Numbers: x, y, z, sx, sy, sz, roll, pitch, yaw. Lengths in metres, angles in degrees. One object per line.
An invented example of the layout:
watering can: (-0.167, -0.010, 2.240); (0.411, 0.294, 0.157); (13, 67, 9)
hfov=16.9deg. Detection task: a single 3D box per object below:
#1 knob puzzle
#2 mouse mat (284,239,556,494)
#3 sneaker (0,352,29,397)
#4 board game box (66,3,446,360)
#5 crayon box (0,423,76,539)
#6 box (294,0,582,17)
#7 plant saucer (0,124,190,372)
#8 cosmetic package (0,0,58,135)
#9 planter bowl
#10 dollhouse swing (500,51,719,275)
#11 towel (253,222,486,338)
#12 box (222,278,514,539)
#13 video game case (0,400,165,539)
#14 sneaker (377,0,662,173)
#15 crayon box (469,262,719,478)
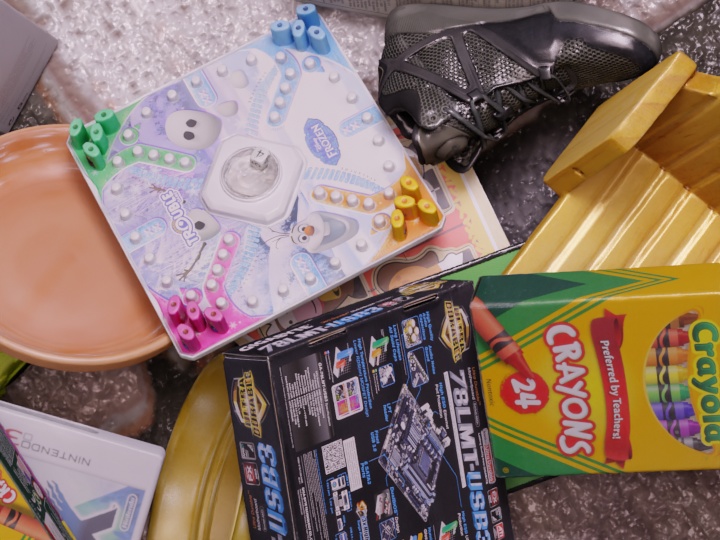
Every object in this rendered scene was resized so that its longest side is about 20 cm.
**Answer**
knob puzzle: (0.000, 0.000, 1.644); (0.218, 0.030, 0.221); (0, 83, 3)
mouse mat: (0.060, 0.082, 1.629); (0.199, 0.008, 0.162); (-19, 100, -4)
sneaker: (-0.279, 0.056, 1.673); (0.084, 0.074, 0.200); (43, 81, 6)
board game box: (-0.074, -0.065, 1.632); (0.199, 0.026, 0.201); (-27, 63, -7)
crayon box: (-0.303, 0.158, 1.578); (0.172, 0.058, 0.201); (-30, 106, 5)
box: (0.055, -0.218, 1.643); (0.199, 0.095, 0.078); (11, 70, 6)
plant saucer: (-0.194, -0.011, 1.643); (0.199, 0.038, 0.201); (7, 53, -9)
cosmetic package: (-0.289, -0.160, 1.628); (0.107, 0.200, 0.085); (29, 88, 8)
planter bowl: (-0.073, 0.161, 1.598); (0.083, 0.200, 0.202); (14, 86, -18)
dollhouse swing: (0.204, 0.006, 1.557); (0.200, 0.182, 0.176); (39, 69, -6)
towel: (0.018, 0.026, 1.666); (0.200, 0.023, 0.144); (38, 87, 7)
box: (0.010, 0.124, 1.547); (0.049, 0.198, 0.201); (1, 105, 43)
video game case: (-0.244, 0.188, 1.633); (0.181, 0.022, 0.201); (16, 103, -4)
sneaker: (0.100, -0.118, 1.602); (0.198, 0.076, 0.115); (2, 65, 23)
crayon box: (0.177, 0.062, 1.543); (0.199, 0.051, 0.128); (-4, 113, 15)
